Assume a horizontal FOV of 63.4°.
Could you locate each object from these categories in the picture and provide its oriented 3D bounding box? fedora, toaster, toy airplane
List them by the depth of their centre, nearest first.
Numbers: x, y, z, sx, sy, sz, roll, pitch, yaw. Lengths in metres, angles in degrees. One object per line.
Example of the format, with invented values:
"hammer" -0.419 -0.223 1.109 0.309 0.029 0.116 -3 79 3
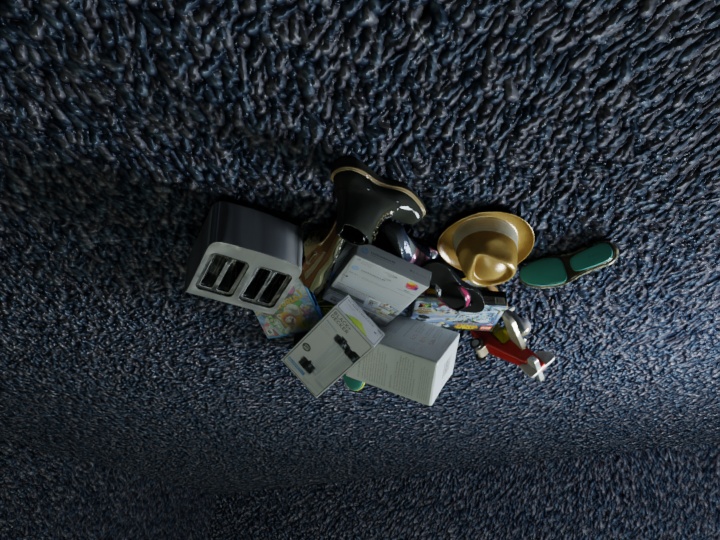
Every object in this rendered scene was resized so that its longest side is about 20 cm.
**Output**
"toaster" -0.207 -0.024 1.070 0.180 0.119 0.200 17 133 -25
"fedora" 0.243 -0.028 1.117 0.199 0.082 0.201 0 145 0
"toy airplane" 0.383 0.177 1.424 0.199 0.141 0.200 38 158 -2

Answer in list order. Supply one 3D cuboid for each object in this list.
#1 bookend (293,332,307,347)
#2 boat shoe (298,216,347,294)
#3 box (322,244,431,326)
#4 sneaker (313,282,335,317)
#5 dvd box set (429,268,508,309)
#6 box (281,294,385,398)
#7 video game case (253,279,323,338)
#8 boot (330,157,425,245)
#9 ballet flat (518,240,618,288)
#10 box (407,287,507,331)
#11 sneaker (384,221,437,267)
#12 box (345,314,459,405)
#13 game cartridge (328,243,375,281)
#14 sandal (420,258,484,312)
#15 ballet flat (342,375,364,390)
"bookend" -0.041 0.217 1.529 0.199 0.093 0.199 -15 147 25
"boat shoe" -0.075 -0.039 1.103 0.074 0.076 0.201 31 127 2
"box" 0.027 0.031 1.160 0.155 0.041 0.200 23 148 -10
"sneaker" -0.075 0.064 1.257 0.198 0.075 0.085 9 120 -1
"dvd box set" 0.231 0.058 1.324 0.146 0.030 0.200 -19 145 29
"box" -0.059 0.157 1.196 0.117 0.060 0.200 48 120 2
"video game case" -0.172 0.048 1.220 0.142 0.018 0.201 -13 116 20
"boot" 0.030 -0.084 0.977 0.199 0.139 0.077 20 144 -32
"ballet flat" 0.430 -0.005 1.198 0.199 0.068 0.075 -21 160 27
"box" 0.212 0.087 1.302 0.198 0.040 0.137 4 150 -3
"sneaker" 0.106 -0.039 1.148 0.082 0.070 0.200 -32 141 -4
"box" 0.091 0.180 1.254 0.199 0.152 0.107 16 114 23
"game cartridge" 0.000 0.000 1.222 0.133 0.041 0.200 -16 146 31
"sandal" 0.183 0.045 1.166 0.075 0.045 0.200 -23 138 29
"ballet flat" -0.021 0.176 1.361 0.066 0.201 0.067 -14 -179 16
